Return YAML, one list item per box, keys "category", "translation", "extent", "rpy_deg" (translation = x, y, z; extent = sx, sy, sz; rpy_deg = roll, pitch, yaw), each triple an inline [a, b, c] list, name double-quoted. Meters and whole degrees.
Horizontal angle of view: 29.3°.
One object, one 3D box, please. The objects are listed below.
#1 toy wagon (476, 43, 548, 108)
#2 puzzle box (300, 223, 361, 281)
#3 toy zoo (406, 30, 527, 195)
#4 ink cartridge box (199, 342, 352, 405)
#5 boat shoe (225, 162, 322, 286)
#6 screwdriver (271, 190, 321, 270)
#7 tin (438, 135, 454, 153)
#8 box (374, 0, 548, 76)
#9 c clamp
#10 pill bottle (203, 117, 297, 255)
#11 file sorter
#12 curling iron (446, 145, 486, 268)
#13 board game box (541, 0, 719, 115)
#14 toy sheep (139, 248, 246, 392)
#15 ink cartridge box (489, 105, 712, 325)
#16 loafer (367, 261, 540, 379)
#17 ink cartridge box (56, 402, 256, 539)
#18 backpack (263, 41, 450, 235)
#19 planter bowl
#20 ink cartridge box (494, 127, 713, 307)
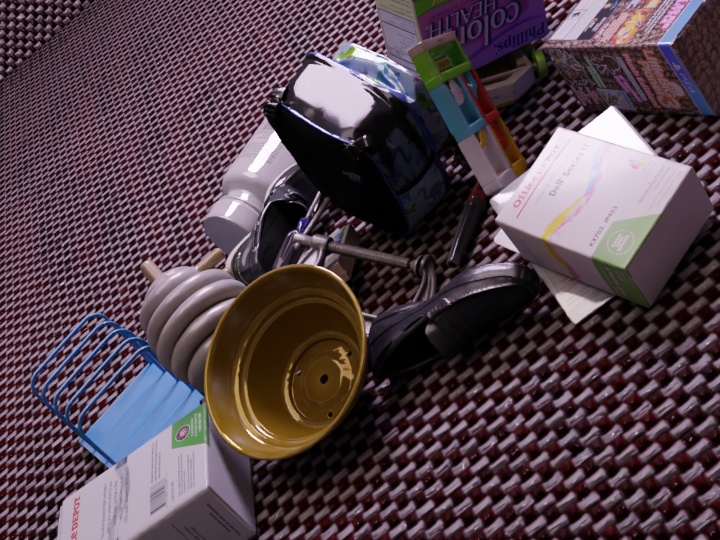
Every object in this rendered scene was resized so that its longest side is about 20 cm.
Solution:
- category: "toy wagon"
  translation: [0.138, -0.248, 1.678]
  extent: [0.154, 0.040, 0.200]
  rpy_deg: [-16, 29, 0]
- category: "puzzle box"
  translation: [-0.090, 0.028, 1.605]
  extent: [0.199, 0.025, 0.133]
  rpy_deg: [-33, 15, 17]
- category: "toy zoo"
  translation: [0.123, -0.156, 1.459]
  extent: [0.020, 0.201, 0.131]
  rpy_deg: [-28, 4, 24]
- category: "ink cartridge box"
  translation: [-0.086, 0.112, 1.501]
  extent: [0.199, 0.037, 0.095]
  rpy_deg: [-37, 29, 4]
- category: "boat shoe"
  translation: [-0.089, -0.060, 1.662]
  extent: [0.066, 0.075, 0.200]
  rpy_deg: [-18, 29, 52]
- category: "screwdriver"
  translation: [-0.056, -0.072, 1.638]
  extent: [0.028, 0.029, 0.201]
  rpy_deg: [13, 56, 24]
- category: "tin"
  translation: [0.042, -0.156, 1.717]
  extent: [0.199, 0.042, 0.112]
  rpy_deg: [-32, 33, 18]
- category: "box"
  translation: [0.110, -0.344, 1.609]
  extent: [0.175, 0.201, 0.097]
  rpy_deg: [-27, 33, -20]
- category: "c clamp"
  translation: [0.000, 0.000, 1.482]
  extent: [0.199, 0.027, 0.171]
  rpy_deg: [18, 56, 28]
- category: "pill bottle"
  translation: [-0.113, -0.112, 1.767]
  extent: [0.114, 0.114, 0.201]
  rpy_deg: [-5, 45, 49]
- category: "file sorter"
  translation: [-0.284, 0.147, 1.612]
  extent: [0.139, 0.123, 0.200]
  rpy_deg: [-49, 29, -13]
- category: "curling iron"
  translation: [0.116, -0.074, 1.510]
  extent: [0.049, 0.026, 0.201]
  rpy_deg: [9, 48, 5]
- category: "board game box"
  translation: [0.319, -0.253, 1.435]
  extent: [0.160, 0.097, 0.199]
  rpy_deg: [-50, 29, -15]
- category: "toy sheep"
  translation: [-0.172, 0.056, 1.504]
  extent: [0.138, 0.138, 0.200]
  rpy_deg: [-44, 63, -6]
- category: "ink cartridge box"
  translation: [0.234, -0.048, 1.332]
  extent: [0.160, 0.047, 0.201]
  rpy_deg: [-37, 45, 8]
- category: "loafer"
  translation: [0.089, 0.053, 1.334]
  extent: [0.200, 0.068, 0.071]
  rpy_deg: [-26, 42, 33]
- category: "ink cartridge box"
  translation: [-0.210, 0.252, 1.409]
  extent: [0.199, 0.083, 0.147]
  rpy_deg: [-34, 29, 13]
- category: "backpack"
  translation: [0.016, -0.146, 1.553]
  extent: [0.182, 0.200, 0.147]
  rpy_deg: [30, 72, 39]
- category: "planter bowl"
  translation: [-0.056, 0.101, 1.394]
  extent: [0.199, 0.083, 0.202]
  rpy_deg: [-13, 65, 31]
- category: "ink cartridge box"
  translation: [0.208, -0.058, 1.273]
  extent: [0.199, 0.067, 0.118]
  rpy_deg: [24, 74, 45]
